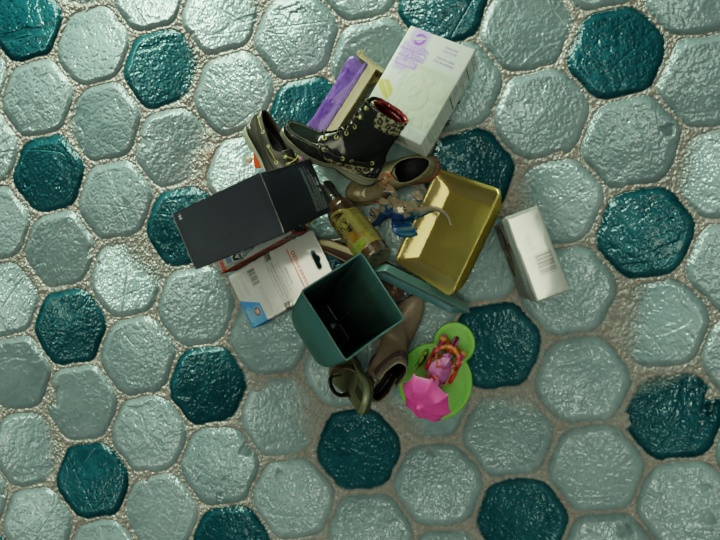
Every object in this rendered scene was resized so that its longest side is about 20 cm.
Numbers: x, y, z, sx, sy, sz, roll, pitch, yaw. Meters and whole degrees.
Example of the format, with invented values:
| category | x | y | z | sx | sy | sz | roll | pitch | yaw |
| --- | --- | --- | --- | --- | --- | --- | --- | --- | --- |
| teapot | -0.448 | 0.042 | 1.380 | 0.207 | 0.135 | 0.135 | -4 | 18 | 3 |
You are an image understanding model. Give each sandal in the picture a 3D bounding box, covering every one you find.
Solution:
| category | x | y | z | sx | sy | sz | roll | pitch | yaw |
| --- | --- | --- | --- | --- | --- | --- | --- | --- | --- |
| sandal | -0.029 | 0.207 | 1.190 | 0.056 | 0.201 | 0.082 | 5 | 97 | -18 |

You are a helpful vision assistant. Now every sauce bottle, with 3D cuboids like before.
| category | x | y | z | sx | sy | sz | roll | pitch | yaw |
| --- | --- | --- | --- | --- | --- | --- | --- | --- | --- |
| sauce bottle | -0.021 | -0.091 | 1.203 | 0.065 | 0.065 | 0.201 | -42 | 61 | 9 |

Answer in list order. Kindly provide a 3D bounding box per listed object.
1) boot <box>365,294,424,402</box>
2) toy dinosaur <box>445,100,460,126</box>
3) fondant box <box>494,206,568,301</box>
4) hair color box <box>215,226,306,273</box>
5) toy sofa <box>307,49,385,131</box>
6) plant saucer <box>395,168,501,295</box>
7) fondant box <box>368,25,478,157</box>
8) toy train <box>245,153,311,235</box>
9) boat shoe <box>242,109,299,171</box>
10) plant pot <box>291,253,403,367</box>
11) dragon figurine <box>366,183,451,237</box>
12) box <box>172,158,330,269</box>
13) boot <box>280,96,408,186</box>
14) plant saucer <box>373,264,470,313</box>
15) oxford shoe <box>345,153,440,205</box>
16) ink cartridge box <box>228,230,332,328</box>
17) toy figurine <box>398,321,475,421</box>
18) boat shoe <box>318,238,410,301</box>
| category | x | y | z | sx | sy | sz | roll | pitch | yaw |
| --- | --- | --- | --- | --- | --- | --- | --- | --- | --- |
| boot | 0.069 | 0.151 | 1.186 | 0.069 | 0.146 | 0.202 | 27 | 101 | -9 |
| toy dinosaur | 0.128 | -0.321 | 1.227 | 0.199 | 0.058 | 0.102 | -40 | 69 | 5 |
| fondant box | 0.295 | -0.026 | 1.110 | 0.057 | 0.200 | 0.147 | -20 | 87 | 5 |
| hair color box | -0.216 | -0.084 | 1.254 | 0.198 | 0.064 | 0.113 | -26 | 86 | 26 |
| toy sofa | -0.038 | -0.325 | 1.234 | 0.097 | 0.083 | 0.202 | 35 | 97 | 7 |
| plant saucer | 0.169 | -0.070 | 1.173 | 0.048 | 0.199 | 0.203 | 22 | 97 | -32 |
| fondant box | 0.108 | -0.334 | 1.176 | 0.143 | 0.058 | 0.202 | 29 | 86 | 23 |
| toy train | -0.151 | -0.167 | 1.276 | 0.148 | 0.055 | 0.204 | -5 | 96 | 27 |
| boat shoe | -0.152 | -0.212 | 1.196 | 0.061 | 0.071 | 0.203 | -43 | 76 | 34 |
| plant pot | -0.045 | 0.091 | 1.177 | 0.140 | 0.200 | 0.143 | -32 | 85 | -28 |
| dragon figurine | 0.087 | -0.103 | 1.196 | 0.196 | 0.100 | 0.060 | 12 | 59 | 21 |
| box | -0.184 | -0.100 | 1.095 | 0.197 | 0.182 | 0.106 | -19 | 97 | 27 |
| boot | -0.027 | -0.253 | 1.125 | 0.201 | 0.074 | 0.154 | 25 | 132 | -14 |
| plant saucer | 0.112 | 0.035 | 1.177 | 0.197 | 0.070 | 0.019 | 25 | 76 | -23 |
| oxford shoe | 0.053 | -0.182 | 1.219 | 0.197 | 0.075 | 0.072 | -22 | 85 | 17 |
| ink cartridge box | -0.149 | 0.016 | 1.267 | 0.198 | 0.068 | 0.118 | -28 | 86 | 10 |
| toy figurine | 0.144 | 0.197 | 1.158 | 0.148 | 0.184 | 0.203 | 29 | 95 | 8 |
| boat shoe | 0.000 | 0.000 | 1.241 | 0.197 | 0.072 | 0.073 | 24 | 96 | 3 |
